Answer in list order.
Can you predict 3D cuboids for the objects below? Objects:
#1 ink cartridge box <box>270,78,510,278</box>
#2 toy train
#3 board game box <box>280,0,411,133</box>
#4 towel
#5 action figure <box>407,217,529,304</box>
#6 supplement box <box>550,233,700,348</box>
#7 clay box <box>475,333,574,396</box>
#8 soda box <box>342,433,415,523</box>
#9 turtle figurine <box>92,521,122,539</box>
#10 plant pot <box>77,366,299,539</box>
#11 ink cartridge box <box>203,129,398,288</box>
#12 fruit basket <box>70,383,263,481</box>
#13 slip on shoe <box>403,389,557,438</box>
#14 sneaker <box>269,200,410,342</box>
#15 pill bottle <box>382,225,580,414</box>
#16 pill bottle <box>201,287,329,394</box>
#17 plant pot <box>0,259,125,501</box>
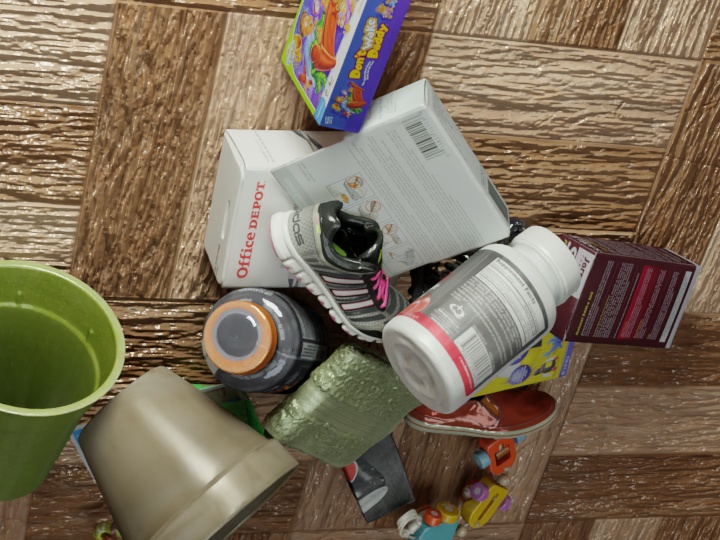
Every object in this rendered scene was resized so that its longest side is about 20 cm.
[{"bbox_3d":[0.033,-0.080,1.537,0.172,0.044,0.200,-19,134,21],"label":"ink cartridge box"},{"bbox_3d":[0.118,0.267,1.906,0.199,0.056,0.151,-36,138,-14],"label":"toy train"},{"bbox_3d":[-0.006,-0.251,1.446,0.044,0.135,0.202,8,120,-27],"label":"board game box"},{"bbox_3d":[-0.011,0.149,1.674,0.148,0.037,0.200,-44,149,8],"label":"towel"},{"bbox_3d":[0.118,0.018,1.670,0.199,0.101,0.120,-32,128,-36],"label":"action figure"},{"bbox_3d":[0.294,0.026,1.771,0.198,0.061,0.110,7,108,-43],"label":"supplement box"},{"bbox_3d":[0.159,0.084,1.788,0.198,0.048,0.116,-11,128,-28],"label":"clay box"},{"bbox_3d":[0.003,0.201,1.816,0.070,0.064,0.201,-23,129,-5],"label":"soda box"},{"bbox_3d":[-0.210,0.309,1.729,0.198,0.161,0.065,24,74,4],"label":"turtle figurine"},{"bbox_3d":[-0.189,0.200,1.575,0.200,0.174,0.200,-40,173,-6],"label":"plant pot"},{"bbox_3d":[-0.050,-0.063,1.593,0.197,0.084,0.147,0,123,-23],"label":"ink cartridge box"},{"bbox_3d":[-0.202,0.214,1.723,0.198,0.094,0.187,-20,131,-2],"label":"fruit basket"},{"bbox_3d":[0.148,0.157,1.842,0.197,0.074,0.062,4,119,-19],"label":"slip on shoe"},{"bbox_3d":[0.000,0.000,1.536,0.087,0.074,0.200,-24,128,32],"label":"sneaker"},{"bbox_3d":[0.127,0.044,1.558,0.199,0.110,0.112,-37,133,-22],"label":"pill bottle"},{"bbox_3d":[-0.102,0.073,1.593,0.106,0.107,0.200,-37,169,6],"label":"pill bottle"},{"bbox_3d":[-0.355,0.128,1.556,0.197,0.201,0.191,4,134,-24],"label":"plant pot"}]
